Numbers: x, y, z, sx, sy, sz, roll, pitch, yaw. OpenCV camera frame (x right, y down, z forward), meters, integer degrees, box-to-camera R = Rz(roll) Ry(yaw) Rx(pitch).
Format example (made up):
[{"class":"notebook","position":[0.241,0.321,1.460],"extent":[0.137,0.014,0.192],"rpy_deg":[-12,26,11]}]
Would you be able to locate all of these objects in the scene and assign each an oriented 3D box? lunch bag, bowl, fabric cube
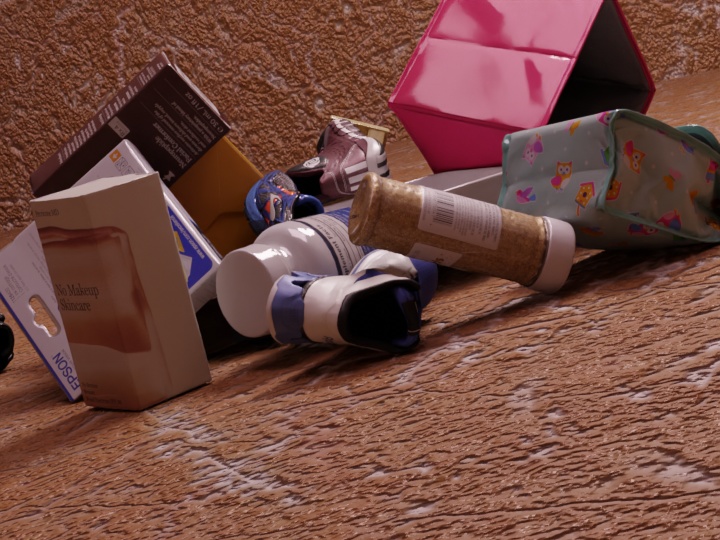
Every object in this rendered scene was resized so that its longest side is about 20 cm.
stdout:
[{"class":"lunch bag","position":[0.258,-0.077,1.519],"extent":[0.199,0.122,0.170],"rpy_deg":[12,-11,-31]},{"class":"bowl","position":[0.064,-0.053,1.690],"extent":[0.199,0.075,0.200],"rpy_deg":[-20,10,-27]},{"class":"fabric cube","position":[0.184,-0.194,1.766],"extent":[0.199,0.196,0.200],"rpy_deg":[15,68,32]}]

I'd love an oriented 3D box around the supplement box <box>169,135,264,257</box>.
[{"class":"supplement box","position":[-0.217,-0.040,1.778],"extent":[0.197,0.133,0.200],"rpy_deg":[-52,23,-19]}]

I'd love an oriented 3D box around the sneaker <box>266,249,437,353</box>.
[{"class":"sneaker","position":[0.022,0.035,1.396],"extent":[0.115,0.081,0.199],"rpy_deg":[10,15,37]}]

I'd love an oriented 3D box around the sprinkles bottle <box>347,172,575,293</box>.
[{"class":"sprinkles bottle","position":[0.091,-0.034,1.419],"extent":[0.199,0.069,0.068],"rpy_deg":[14,2,-14]}]

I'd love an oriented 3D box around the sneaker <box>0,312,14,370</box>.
[{"class":"sneaker","position":[-0.445,0.084,1.845],"extent":[0.098,0.071,0.200],"rpy_deg":[-14,10,3]}]

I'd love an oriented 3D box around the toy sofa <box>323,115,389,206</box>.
[{"class":"toy sofa","position":[-0.014,-0.102,1.968],"extent":[0.083,0.098,0.200],"rpy_deg":[12,32,-7]}]

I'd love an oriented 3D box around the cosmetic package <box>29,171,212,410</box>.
[{"class":"cosmetic package","position":[-0.219,0.019,1.436],"extent":[0.087,0.201,0.103],"rpy_deg":[-21,11,-38]}]

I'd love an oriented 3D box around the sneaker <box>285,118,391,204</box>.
[{"class":"sneaker","position":[-0.048,-0.120,1.801],"extent":[0.115,0.076,0.200],"rpy_deg":[-20,14,-14]}]

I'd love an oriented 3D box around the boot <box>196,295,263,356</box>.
[{"class":"boot","position":[-0.158,0.058,1.597],"extent":[0.199,0.075,0.097],"rpy_deg":[-10,-7,15]}]

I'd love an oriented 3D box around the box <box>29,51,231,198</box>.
[{"class":"box","position":[-0.244,-0.124,1.664],"extent":[0.200,0.100,0.075],"rpy_deg":[-43,23,4]}]

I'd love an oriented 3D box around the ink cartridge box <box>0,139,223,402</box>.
[{"class":"ink cartridge box","position":[-0.253,0.002,1.571],"extent":[0.200,0.198,0.047],"rpy_deg":[-43,-28,5]}]

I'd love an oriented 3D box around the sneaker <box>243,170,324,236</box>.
[{"class":"sneaker","position":[-0.069,-0.051,1.650],"extent":[0.078,0.075,0.200],"rpy_deg":[-46,29,18]}]

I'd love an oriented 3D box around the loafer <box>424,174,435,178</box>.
[{"class":"loafer","position":[0.027,-0.065,1.832],"extent":[0.073,0.072,0.200],"rpy_deg":[-6,12,45]}]

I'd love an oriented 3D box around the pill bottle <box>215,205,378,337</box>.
[{"class":"pill bottle","position":[-0.037,0.003,1.497],"extent":[0.111,0.111,0.200],"rpy_deg":[-6,7,44]}]
